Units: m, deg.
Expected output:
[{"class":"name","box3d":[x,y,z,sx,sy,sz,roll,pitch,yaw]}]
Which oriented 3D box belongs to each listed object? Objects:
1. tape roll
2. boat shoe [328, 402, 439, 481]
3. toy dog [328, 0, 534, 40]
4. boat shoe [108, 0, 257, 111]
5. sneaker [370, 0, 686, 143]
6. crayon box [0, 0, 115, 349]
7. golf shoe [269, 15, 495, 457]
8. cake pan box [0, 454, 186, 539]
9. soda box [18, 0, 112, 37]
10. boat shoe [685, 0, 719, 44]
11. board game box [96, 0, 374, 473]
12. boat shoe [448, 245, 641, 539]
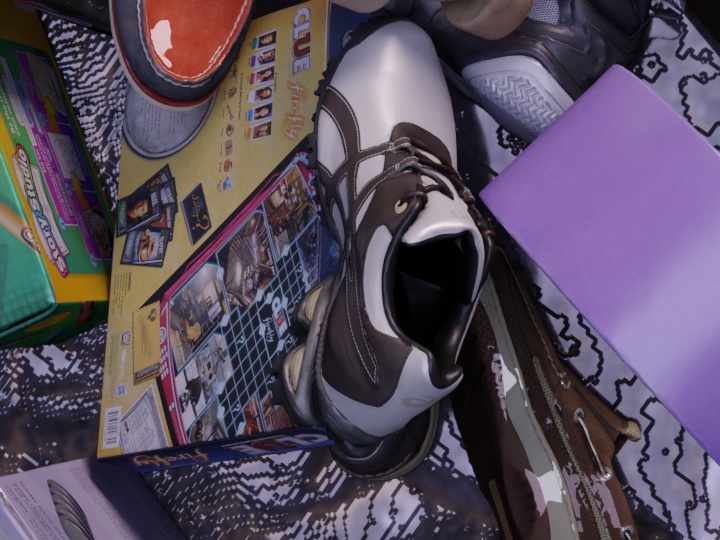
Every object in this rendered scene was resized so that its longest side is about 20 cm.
[{"class":"tape roll","box3d":[0.147,0.012,0.862,0.085,0.200,0.200,-42,83,6]},{"class":"boat shoe","box3d":[0.000,0.000,0.948,0.074,0.073,0.202,-12,87,8]},{"class":"toy dog","box3d":[0.061,-0.187,0.845,0.199,0.132,0.097,-33,54,19]},{"class":"boat shoe","box3d":[-0.062,-0.172,0.901,0.071,0.062,0.202,20,75,-23]},{"class":"sneaker","box3d":[0.059,-0.154,0.948,0.200,0.075,0.114,41,90,5]},{"class":"crayon box","box3d":[-0.180,-0.065,0.952,0.058,0.119,0.202,-22,85,12]},{"class":"golf shoe","box3d":[0.025,-0.023,0.839,0.094,0.077,0.202,-21,56,48]},{"class":"cake pan box","box3d":[-0.095,0.177,0.902,0.052,0.184,0.201,-39,84,10]},{"class":"soda box","box3d":[-0.146,-0.158,0.908,0.063,0.200,0.071,17,91,22]},{"class":"boat shoe","box3d":[0.170,-0.166,0.936,0.066,0.074,0.201,-36,85,-7]},{"class":"board game box","box3d":[-0.057,-0.015,0.920,0.135,0.034,0.202,-11,68,38]},{"class":"boat shoe","box3d":[0.093,0.082,0.943,0.074,0.075,0.204,-13,85,-16]}]
